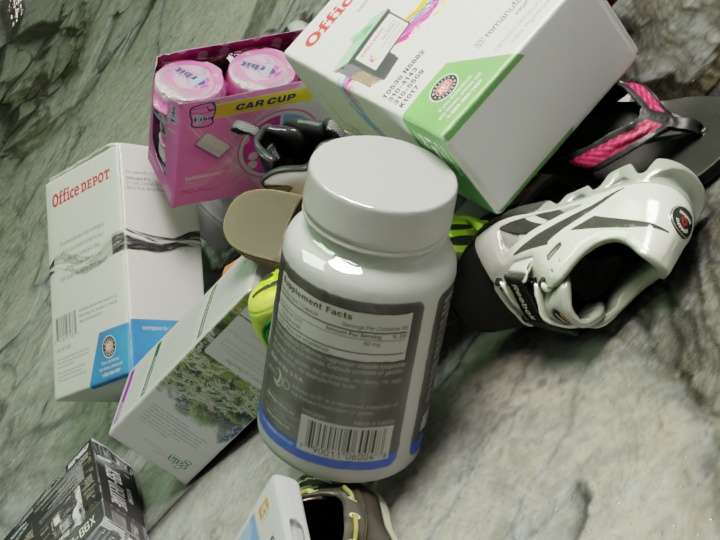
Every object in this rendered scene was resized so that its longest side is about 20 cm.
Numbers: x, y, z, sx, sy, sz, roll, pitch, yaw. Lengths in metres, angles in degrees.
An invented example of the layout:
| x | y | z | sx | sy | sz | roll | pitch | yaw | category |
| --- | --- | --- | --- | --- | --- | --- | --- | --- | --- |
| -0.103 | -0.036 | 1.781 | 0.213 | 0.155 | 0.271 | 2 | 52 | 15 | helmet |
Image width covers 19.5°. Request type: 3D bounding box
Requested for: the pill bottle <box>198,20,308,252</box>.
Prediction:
| x | y | z | sx | sy | sz | roll | pitch | yaw | category |
| --- | --- | --- | --- | --- | --- | --- | --- | --- | --- |
| -0.083 | -0.117 | 1.876 | 0.200 | 0.112 | 0.112 | -47 | 21 | 7 | pill bottle |

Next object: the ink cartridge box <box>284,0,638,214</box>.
| x | y | z | sx | sy | sz | roll | pitch | yaw | category |
| --- | --- | --- | --- | --- | --- | --- | --- | --- | --- |
| 0.063 | -0.144 | 1.398 | 0.145 | 0.084 | 0.200 | -48 | 39 | -7 | ink cartridge box |

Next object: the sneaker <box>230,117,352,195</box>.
| x | y | z | sx | sy | sz | roll | pitch | yaw | category |
| --- | --- | --- | --- | --- | --- | --- | --- | --- | --- |
| -0.059 | -0.072 | 1.707 | 0.199 | 0.140 | 0.078 | -31 | 32 | 42 | sneaker |

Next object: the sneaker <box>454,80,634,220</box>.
| x | y | z | sx | sy | sz | roll | pitch | yaw | category |
| --- | --- | --- | --- | --- | --- | --- | --- | --- | --- |
| 0.099 | -0.088 | 1.496 | 0.200 | 0.082 | 0.070 | -42 | 24 | 21 | sneaker |

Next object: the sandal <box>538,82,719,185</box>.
| x | y | z | sx | sy | sz | roll | pitch | yaw | category |
| --- | --- | --- | --- | --- | --- | --- | --- | --- | --- |
| 0.161 | -0.091 | 1.365 | 0.199 | 0.045 | 0.076 | 7 | 61 | 43 | sandal |

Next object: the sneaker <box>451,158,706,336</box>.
| x | y | z | sx | sy | sz | roll | pitch | yaw | category |
| --- | --- | --- | --- | --- | --- | --- | --- | --- | --- |
| 0.122 | 0.004 | 1.308 | 0.199 | 0.074 | 0.089 | -31 | 26 | 42 | sneaker |

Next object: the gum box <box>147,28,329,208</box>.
| x | y | z | sx | sy | sz | roll | pitch | yaw | category |
| --- | --- | --- | --- | --- | --- | --- | --- | --- | --- |
| -0.081 | -0.130 | 1.736 | 0.114 | 0.198 | 0.066 | 99 | 150 | -45 | gum box |

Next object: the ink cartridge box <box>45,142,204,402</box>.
| x | y | z | sx | sy | sz | roll | pitch | yaw | category |
| --- | --- | --- | --- | --- | --- | --- | --- | --- | --- |
| -0.206 | 0.005 | 1.831 | 0.144 | 0.084 | 0.202 | -20 | 71 | 53 | ink cartridge box |

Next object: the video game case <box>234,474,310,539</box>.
| x | y | z | sx | sy | sz | roll | pitch | yaw | category |
| --- | --- | --- | --- | --- | --- | --- | --- | --- | --- |
| -0.081 | 0.254 | 1.283 | 0.201 | 0.022 | 0.182 | -60 | 22 | 22 | video game case |

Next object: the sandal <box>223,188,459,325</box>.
| x | y | z | sx | sy | sz | roll | pitch | yaw | category |
| --- | --- | --- | --- | --- | --- | --- | --- | --- | --- |
| 0.002 | -0.005 | 1.537 | 0.210 | 0.070 | 0.078 | 18 | 79 | 26 | sandal |

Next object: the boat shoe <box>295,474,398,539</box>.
| x | y | z | sx | sy | sz | roll | pitch | yaw | category |
| --- | --- | --- | --- | --- | --- | --- | --- | --- | --- |
| -0.019 | 0.167 | 1.339 | 0.072 | 0.060 | 0.201 | -51 | 21 | -1 | boat shoe |

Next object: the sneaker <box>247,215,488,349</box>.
| x | y | z | sx | sy | sz | roll | pitch | yaw | category |
| --- | --- | --- | --- | --- | --- | --- | --- | --- | --- |
| 0.024 | 0.017 | 1.450 | 0.198 | 0.084 | 0.074 | -16 | 21 | 6 | sneaker |

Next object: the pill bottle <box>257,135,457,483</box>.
| x | y | z | sx | sy | sz | roll | pitch | yaw | category |
| --- | --- | --- | --- | --- | --- | --- | --- | --- | --- |
| 0.000 | 0.024 | 1.341 | 0.114 | 0.113 | 0.202 | -90 | 9 | -60 | pill bottle |

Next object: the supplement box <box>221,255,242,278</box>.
| x | y | z | sx | sy | sz | roll | pitch | yaw | category |
| --- | --- | --- | --- | --- | --- | --- | --- | --- | --- |
| -0.028 | -0.010 | 1.650 | 0.199 | 0.069 | 0.067 | -32 | 29 | 34 | supplement box |

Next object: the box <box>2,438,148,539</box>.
| x | y | z | sx | sy | sz | roll | pitch | yaw | category |
| --- | --- | --- | --- | --- | --- | --- | --- | --- | --- |
| -0.259 | 0.250 | 1.706 | 0.200 | 0.050 | 0.158 | -48 | 21 | 6 | box |

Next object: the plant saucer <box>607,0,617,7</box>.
| x | y | z | sx | sy | sz | roll | pitch | yaw | category |
| --- | --- | --- | --- | --- | --- | --- | --- | --- | --- |
| 0.104 | -0.154 | 1.548 | 0.200 | 0.032 | 0.200 | -36 | -4 | -3 | plant saucer |

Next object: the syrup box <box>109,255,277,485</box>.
| x | y | z | sx | sy | sz | roll | pitch | yaw | category |
| --- | --- | --- | --- | --- | --- | --- | --- | --- | --- |
| -0.105 | 0.070 | 1.627 | 0.200 | 0.078 | 0.082 | -44 | 20 | 34 | syrup box |
